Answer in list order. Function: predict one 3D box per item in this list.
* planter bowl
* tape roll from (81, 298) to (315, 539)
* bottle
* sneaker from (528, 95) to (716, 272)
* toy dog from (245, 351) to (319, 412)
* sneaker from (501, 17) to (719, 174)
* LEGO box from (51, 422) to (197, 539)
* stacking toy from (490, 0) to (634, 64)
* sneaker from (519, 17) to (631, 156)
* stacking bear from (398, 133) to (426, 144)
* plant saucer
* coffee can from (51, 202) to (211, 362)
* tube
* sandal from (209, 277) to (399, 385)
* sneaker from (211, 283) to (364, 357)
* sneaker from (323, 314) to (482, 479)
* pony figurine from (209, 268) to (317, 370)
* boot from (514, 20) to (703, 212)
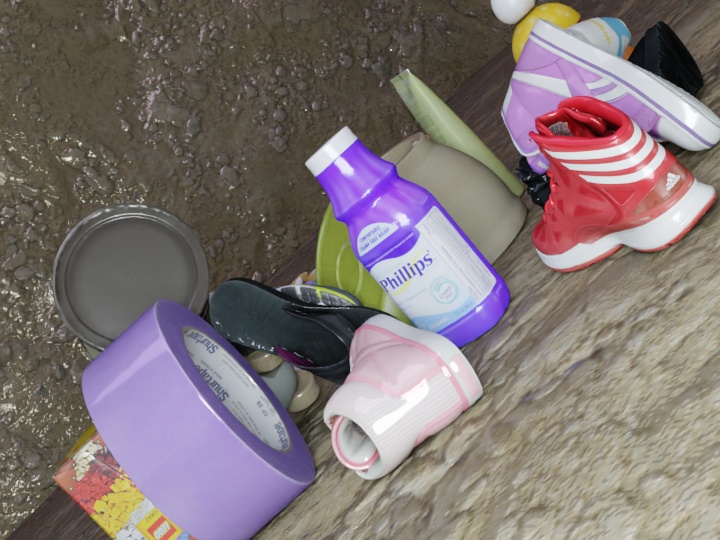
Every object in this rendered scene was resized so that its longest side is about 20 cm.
[{"bbox_3d":[0.059,-0.060,1.025,0.199,0.135,0.201,-38,14,11],"label":"planter bowl"},{"bbox_3d":[-0.133,0.127,0.804,0.085,0.200,0.200,-40,7,4],"label":"tape roll"},{"bbox_3d":[0.036,-0.027,0.788,0.083,0.201,0.065,-34,11,39],"label":"bottle"},{"bbox_3d":[0.160,-0.069,0.692,0.078,0.116,0.200,-44,8,-19],"label":"sneaker"},{"bbox_3d":[-0.130,0.152,1.016,0.095,0.134,0.200,-8,17,35],"label":"toy dog"},{"bbox_3d":[0.196,-0.117,0.779,0.200,0.072,0.115,43,113,44],"label":"sneaker"},{"bbox_3d":[-0.225,0.214,0.996,0.077,0.149,0.200,-43,7,-3],"label":"LEGO box"},{"bbox_3d":[0.222,-0.252,1.077,0.146,0.200,0.146,-40,7,6],"label":"stacking toy"},{"bbox_3d":[0.222,-0.171,0.993,0.080,0.077,0.201,-26,-27,-25],"label":"sneaker"},{"bbox_3d":[0.069,-0.096,1.411,0.201,0.121,0.114,-57,6,-27],"label":"stacking bear"},{"bbox_3d":[0.000,0.000,0.926,0.031,0.203,0.200,-1,-14,-27],"label":"plant saucer"},{"bbox_3d":[-0.226,0.035,0.980,0.146,0.146,0.200,-44,-6,-18],"label":"coffee can"},{"bbox_3d":[0.111,-0.154,1.115,0.058,0.200,0.052,-36,11,41],"label":"tube"},{"bbox_3d":[-0.046,0.063,0.852,0.048,0.198,0.076,-45,-33,-71],"label":"sandal"},{"bbox_3d":[-0.063,0.041,0.943,0.198,0.075,0.081,-2,16,44],"label":"sneaker"},{"bbox_3d":[0.008,0.094,0.720,0.104,0.076,0.200,-39,10,-13],"label":"sneaker"},{"bbox_3d":[-0.135,0.096,1.303,0.201,0.166,0.193,-56,-8,29],"label":"pony figurine"},{"bbox_3d":[0.234,-0.140,0.896,0.162,0.073,0.199,-38,13,35],"label":"boot"}]
